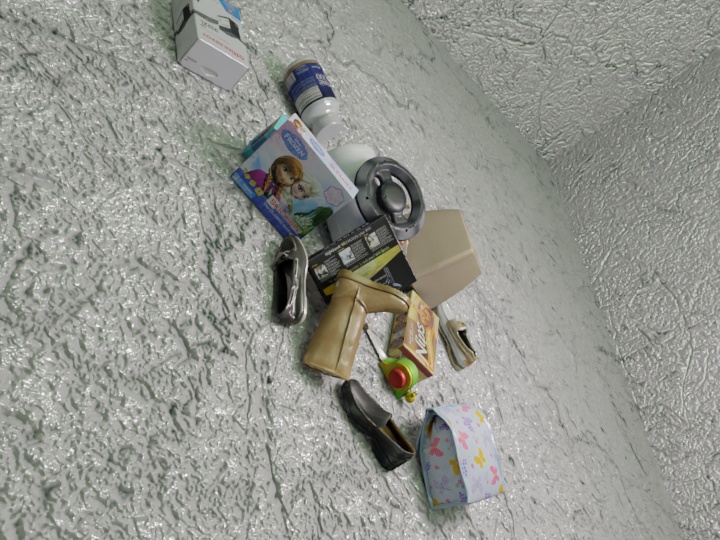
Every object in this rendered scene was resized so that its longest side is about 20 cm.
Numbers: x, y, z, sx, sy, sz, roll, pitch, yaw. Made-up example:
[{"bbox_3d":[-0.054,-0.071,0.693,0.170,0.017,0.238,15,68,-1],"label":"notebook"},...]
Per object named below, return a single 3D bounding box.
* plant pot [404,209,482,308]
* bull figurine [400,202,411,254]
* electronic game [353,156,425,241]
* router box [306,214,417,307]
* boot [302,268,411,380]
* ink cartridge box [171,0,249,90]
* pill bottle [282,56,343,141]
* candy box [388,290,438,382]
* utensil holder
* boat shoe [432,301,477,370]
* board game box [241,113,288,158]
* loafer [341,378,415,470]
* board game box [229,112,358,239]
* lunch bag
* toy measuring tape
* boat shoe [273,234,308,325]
[{"bbox_3d":[0.216,-0.046,1.531,0.200,0.174,0.204,50,25,-55],"label":"plant pot"},{"bbox_3d":[0.089,-0.094,1.427,0.064,0.121,0.203,7,50,-45],"label":"bull figurine"},{"bbox_3d":[0.069,-0.164,1.302,0.196,0.041,0.205,13,66,-30],"label":"electronic game"},{"bbox_3d":[0.000,0.000,1.214,0.160,0.197,0.052,62,-9,-11],"label":"router box"},{"bbox_3d":[-0.004,0.120,1.135,0.172,0.066,0.204,20,69,-4],"label":"boot"},{"bbox_3d":[-0.344,-0.540,1.314,0.144,0.083,0.204,18,49,-47],"label":"ink cartridge box"},{"bbox_3d":[-0.122,-0.453,1.526,0.110,0.110,0.203,-9,70,-56],"label":"pill bottle"},{"bbox_3d":[0.134,0.158,1.409,0.115,0.055,0.202,45,34,-21],"label":"candy box"},{"bbox_3d":[-0.015,-0.170,1.380,0.168,0.168,0.204,7,59,-51],"label":"utensil holder"},{"bbox_3d":[0.261,0.166,1.569,0.074,0.068,0.204,5,59,-53],"label":"boat shoe"},{"bbox_3d":[-0.144,-0.227,1.257,0.199,0.150,0.048,42,56,-23],"label":"board game box"},{"bbox_3d":[0.036,0.296,1.137,0.202,0.072,0.073,55,33,-4],"label":"loafer"},{"bbox_3d":[-0.139,-0.180,1.182,0.200,0.198,0.041,48,33,-14],"label":"board game box"},{"bbox_3d":[0.212,0.397,1.250,0.168,0.126,0.205,9,65,-48],"label":"lunch bag"},{"bbox_3d":[0.078,0.198,1.282,0.073,0.073,0.203,-12,73,-57],"label":"toy measuring tape"},{"bbox_3d":[-0.143,0.010,1.138,0.057,0.066,0.204,27,46,-46],"label":"boat shoe"}]
